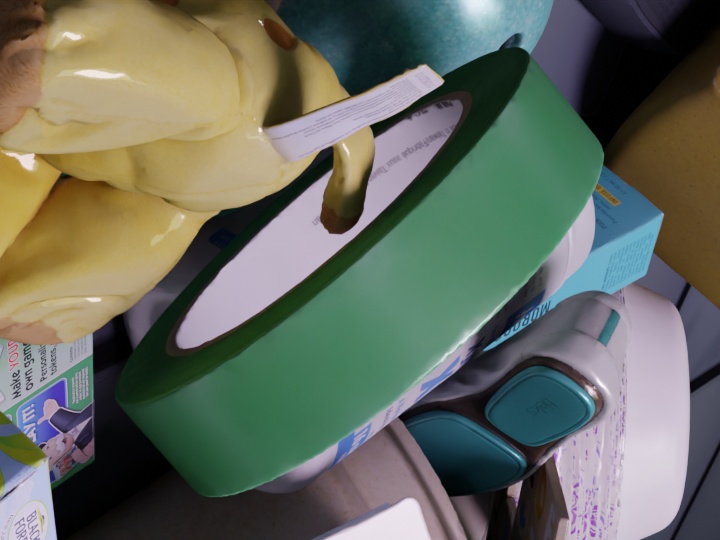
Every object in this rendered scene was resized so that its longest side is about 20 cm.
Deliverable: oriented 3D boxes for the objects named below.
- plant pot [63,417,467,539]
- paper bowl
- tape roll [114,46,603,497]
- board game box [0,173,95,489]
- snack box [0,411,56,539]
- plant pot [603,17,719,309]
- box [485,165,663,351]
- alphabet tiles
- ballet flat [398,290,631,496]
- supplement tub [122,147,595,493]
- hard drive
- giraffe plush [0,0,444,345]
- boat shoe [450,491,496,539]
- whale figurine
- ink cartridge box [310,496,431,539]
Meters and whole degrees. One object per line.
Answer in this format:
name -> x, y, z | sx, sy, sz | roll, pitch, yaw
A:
plant pot -> -0.064, 0.171, 1.009 | 0.183, 0.201, 0.201 | -24, 145, -25
paper bowl -> 0.139, 0.085, 1.183 | 0.201, 0.104, 0.202 | 1, 90, -89
tape roll -> -0.002, -0.002, 0.735 | 0.200, 0.048, 0.200 | -38, -168, 9
board game box -> -0.172, 0.049, 0.826 | 0.134, 0.029, 0.200 | -34, 150, -31
snack box -> -0.180, 0.065, 0.633 | 0.068, 0.200, 0.169 | -35, 151, -29
plant pot -> 0.266, -0.082, 1.134 | 0.196, 0.194, 0.200 | -47, 169, -7
box -> 0.065, 0.000, 1.070 | 0.200, 0.082, 0.049 | -27, 144, -32
alphabet tiles -> 0.080, 0.164, 1.010 | 0.200, 0.008, 0.168 | -93, -168, -66
ballet flat -> 0.075, 0.060, 0.960 | 0.069, 0.070, 0.200 | -35, 178, -30
supplement tub -> 0.000, 0.000, 0.927 | 0.200, 0.132, 0.132 | -35, 150, -29
hard drive -> 0.170, -0.192, 1.054 | 0.135, 0.042, 0.200 | -53, 155, 3
giraffe plush -> -0.090, -0.092, 0.643 | 0.199, 0.163, 0.173 | -18, 154, 0
boat shoe -> 0.040, 0.131, 1.172 | 0.063, 0.072, 0.200 | -55, -167, 48
whale figurine -> 0.003, -0.096, 0.833 | 0.200, 0.104, 0.159 | -46, 155, -10
ink cartridge box -> -0.010, 0.189, 0.906 | 0.117, 0.067, 0.201 | -24, 120, -13
